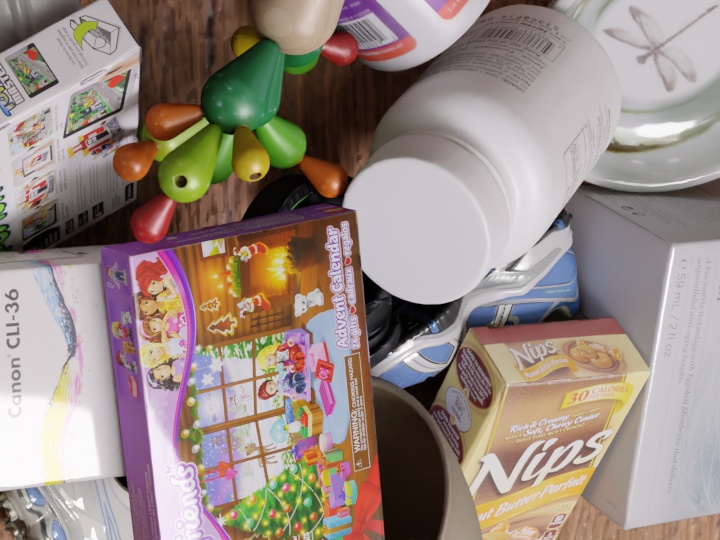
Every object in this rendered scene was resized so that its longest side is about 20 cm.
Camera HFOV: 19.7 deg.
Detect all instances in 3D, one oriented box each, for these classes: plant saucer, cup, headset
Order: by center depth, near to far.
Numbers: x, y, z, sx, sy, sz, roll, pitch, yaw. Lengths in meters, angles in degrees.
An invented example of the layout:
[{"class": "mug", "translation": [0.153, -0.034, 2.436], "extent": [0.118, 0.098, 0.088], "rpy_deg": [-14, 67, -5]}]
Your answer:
[{"class": "headset", "translation": [0.000, 0.000, 1.230], "extent": [0.200, 0.093, 0.125], "rpy_deg": [-22, 112, -55]}, {"class": "cup", "translation": [-0.003, 0.185, 1.245], "extent": [0.200, 0.200, 0.143], "rpy_deg": [-47, 134, -5]}, {"class": "plant saucer", "translation": [0.194, -0.140, 1.305], "extent": [0.198, 0.050, 0.201], "rpy_deg": [-5, 134, -5]}]

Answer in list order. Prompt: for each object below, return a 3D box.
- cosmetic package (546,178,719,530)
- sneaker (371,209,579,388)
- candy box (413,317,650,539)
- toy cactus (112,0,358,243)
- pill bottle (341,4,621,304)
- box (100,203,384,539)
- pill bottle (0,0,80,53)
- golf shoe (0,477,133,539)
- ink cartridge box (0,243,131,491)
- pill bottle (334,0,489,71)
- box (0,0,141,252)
[{"class": "cosmetic package", "translation": [0.238, 0.049, 1.395], "extent": [0.199, 0.123, 0.201], "rpy_deg": [-6, 113, -30]}, {"class": "sneaker", "translation": [0.061, 0.038, 1.312], "extent": [0.199, 0.076, 0.077], "rpy_deg": [-31, 119, -14]}, {"class": "candy box", "translation": [0.092, 0.121, 1.337], "extent": [0.115, 0.055, 0.201], "rpy_deg": [-4, 135, -32]}, {"class": "toy cactus", "translation": [-0.044, -0.100, 1.073], "extent": [0.200, 0.102, 0.166], "rpy_deg": [-37, 162, -55]}, {"class": "pill bottle", "translation": [0.068, -0.066, 1.193], "extent": [0.200, 0.114, 0.115], "rpy_deg": [-49, 138, -52]}, {"class": "box", "translation": [-0.059, 0.075, 1.095], "extent": [0.136, 0.039, 0.202], "rpy_deg": [-12, 104, -30]}, {"class": "pill bottle", "translation": [-0.248, -0.117, 1.039], "extent": [0.199, 0.113, 0.114], "rpy_deg": [-19, 119, -24]}, {"class": "golf shoe", "translation": [-0.146, 0.171, 1.250], "extent": [0.097, 0.078, 0.201], "rpy_deg": [-35, 125, -20]}, {"class": "ink cartridge box", "translation": [-0.178, 0.051, 1.083], "extent": [0.199, 0.067, 0.118], "rpy_deg": [-5, 100, -28]}, {"class": "pill bottle", "translation": [-0.019, -0.210, 1.136], "extent": [0.112, 0.111, 0.200], "rpy_deg": [-51, 126, -2]}, {"class": "box", "translation": [-0.169, -0.060, 1.079], "extent": [0.110, 0.035, 0.200], "rpy_deg": [-31, 167, -16]}]
